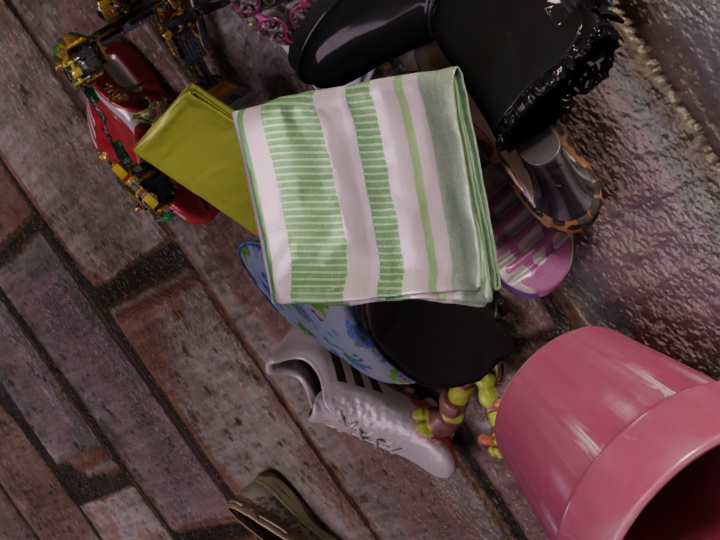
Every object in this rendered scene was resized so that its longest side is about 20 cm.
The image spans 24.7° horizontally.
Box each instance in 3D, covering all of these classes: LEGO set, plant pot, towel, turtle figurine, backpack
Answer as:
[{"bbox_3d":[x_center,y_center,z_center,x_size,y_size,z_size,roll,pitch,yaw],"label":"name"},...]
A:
[{"bbox_3d":[-0.158,-0.139,1.377,0.116,0.154,0.200,32,144,62],"label":"LEGO set"},{"bbox_3d":[0.197,0.138,1.169,0.179,0.200,0.200,46,153,45],"label":"plant pot"},{"bbox_3d":[-0.085,-0.070,1.368,0.200,0.018,0.086,34,119,-20],"label":"towel"},{"bbox_3d":[0.081,0.070,1.362,0.200,0.064,0.161,61,155,10],"label":"turtle figurine"},{"bbox_3d":[0.000,0.000,1.245,0.163,0.154,0.200,50,-175,-42],"label":"backpack"},{"bbox_3d":[0.000,-0.048,1.091,0.200,0.023,0.153,-3,103,44],"label":"towel"}]

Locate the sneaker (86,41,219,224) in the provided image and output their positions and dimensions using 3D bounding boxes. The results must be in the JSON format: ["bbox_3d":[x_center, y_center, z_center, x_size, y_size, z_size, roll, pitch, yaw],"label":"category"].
[{"bbox_3d":[-0.194,-0.114,1.555,0.200,0.078,0.116,59,160,14],"label":"sneaker"}]

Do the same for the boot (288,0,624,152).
[{"bbox_3d":[0.062,-0.146,1.070,0.198,0.073,0.162,-43,68,18],"label":"boot"}]

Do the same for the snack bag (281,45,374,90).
[{"bbox_3d":[-0.045,-0.235,1.254,0.200,0.021,0.189,52,151,17],"label":"snack bag"}]

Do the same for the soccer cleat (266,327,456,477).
[{"bbox_3d":[0.001,0.125,1.488,0.200,0.085,0.069,44,148,16],"label":"soccer cleat"}]

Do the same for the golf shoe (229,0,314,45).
[{"bbox_3d":[-0.077,-0.259,1.200,0.073,0.092,0.200,-15,123,25],"label":"golf shoe"}]

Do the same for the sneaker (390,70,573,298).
[{"bbox_3d":[0.079,-0.056,1.231,0.200,0.080,0.088,49,156,16],"label":"sneaker"}]

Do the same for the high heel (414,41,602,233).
[{"bbox_3d":[0.100,-0.115,1.165,0.200,0.071,0.143,60,-174,29],"label":"high heel"}]

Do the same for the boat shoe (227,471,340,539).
[{"bbox_3d":[-0.062,0.312,1.802,0.200,0.063,0.073,45,148,13],"label":"boat shoe"}]
